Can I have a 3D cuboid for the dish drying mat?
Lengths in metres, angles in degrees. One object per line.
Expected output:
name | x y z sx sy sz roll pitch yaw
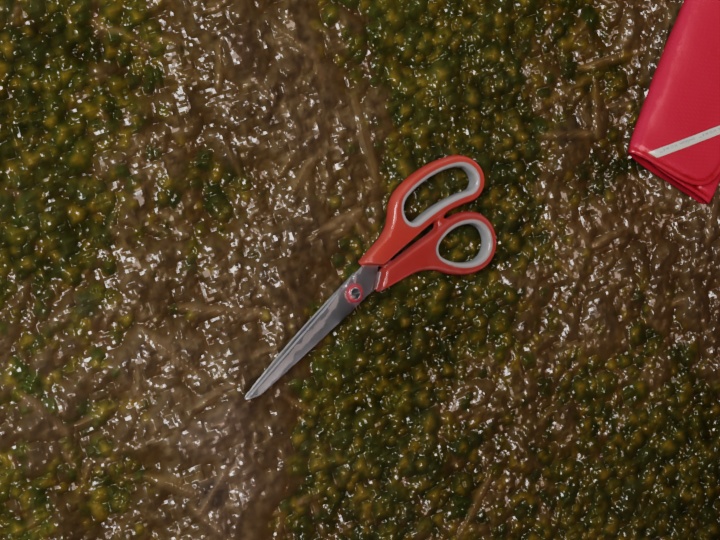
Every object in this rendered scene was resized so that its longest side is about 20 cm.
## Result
dish drying mat | 0.235 -0.148 1.349 0.077 0.018 0.201 29 78 -24

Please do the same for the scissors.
scissors | 0.000 0.000 1.233 0.200 0.014 0.073 -29 107 -23
